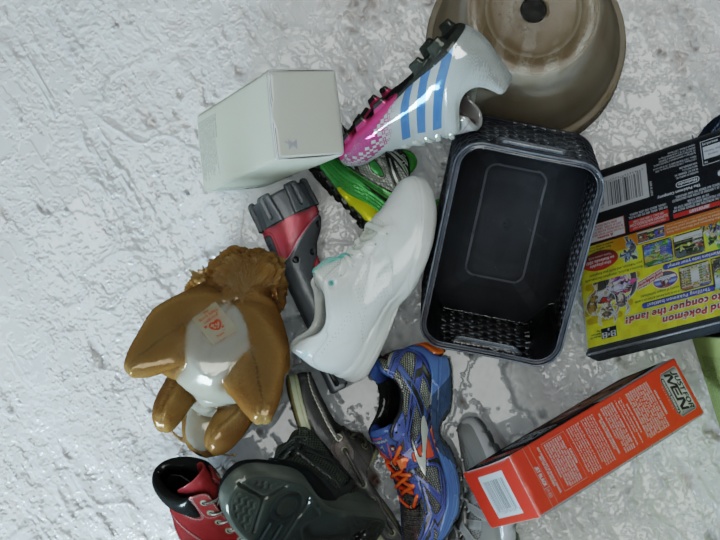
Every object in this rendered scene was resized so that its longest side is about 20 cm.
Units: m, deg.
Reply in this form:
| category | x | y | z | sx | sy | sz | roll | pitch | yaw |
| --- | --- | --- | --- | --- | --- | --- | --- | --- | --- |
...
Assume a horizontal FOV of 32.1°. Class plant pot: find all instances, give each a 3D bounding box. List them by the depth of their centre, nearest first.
| category | x | y | z | sx | sy | sz | roll | pitch | yaw |
| --- | --- | --- | --- | --- | --- | --- | --- | --- | --- |
| plant pot | 0.157 | -0.222 | 1.162 | 0.198 | 0.174 | 0.202 | 0 | 87 | 4 |

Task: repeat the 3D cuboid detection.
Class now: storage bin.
| category | x | y | z | sx | sy | sz | roll | pitch | yaw |
| --- | --- | --- | --- | --- | --- | --- | --- | --- | --- |
| storage bin | 0.135 | -0.028 | 1.155 | 0.134 | 0.094 | 0.202 | 11 | 112 | 0 |

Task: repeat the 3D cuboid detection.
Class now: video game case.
| category | x | y | z | sx | sy | sz | roll | pitch | yaw |
| --- | --- | --- | --- | --- | --- | --- | --- | --- | --- |
| video game case | 0.289 | -0.026 | 1.138 | 0.199 | 0.025 | 0.182 | -18 | 62 | 36 |

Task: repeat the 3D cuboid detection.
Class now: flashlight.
| category | x | y | z | sx | sy | sz | roll | pitch | yaw |
| --- | --- | --- | --- | --- | --- | --- | --- | --- | --- |
| flashlight | -0.039 | 0.013 | 1.225 | 0.067 | 0.068 | 0.201 | -28 | 89 | 22 |

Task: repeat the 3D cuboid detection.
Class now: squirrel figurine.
| category | x | y | z | sx | sy | sz | roll | pitch | yaw |
| --- | --- | --- | --- | --- | --- | --- | --- | --- | --- |
| squirrel figurine | -0.123 | 0.081 | 1.184 | 0.140 | 0.187 | 0.201 | 12 | 60 | 6 |

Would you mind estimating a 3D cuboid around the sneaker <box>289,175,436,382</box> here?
| category | x | y | z | sx | sy | sz | roll | pitch | yaw |
| --- | --- | --- | --- | --- | --- | --- | --- | --- | --- |
| sneaker | 0.000 | 0.000 | 1.143 | 0.088 | 0.075 | 0.201 | 22 | 94 | -23 |

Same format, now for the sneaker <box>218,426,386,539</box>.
| category | x | y | z | sx | sy | sz | roll | pitch | yaw |
| --- | --- | --- | --- | --- | --- | --- | --- | --- | --- |
| sneaker | -0.070 | 0.188 | 1.100 | 0.114 | 0.199 | 0.076 | 43 | 103 | 38 |

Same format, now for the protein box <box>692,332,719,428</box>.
| category | x | y | z | sx | sy | sz | roll | pitch | yaw |
| --- | --- | --- | --- | --- | --- | --- | --- | --- | --- |
| protein box | 0.404 | 0.134 | 1.110 | 0.134 | 0.200 | 0.200 | -17 | 86 | 4 |

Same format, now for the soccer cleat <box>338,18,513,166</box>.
| category | x | y | z | sx | sy | sz | roll | pitch | yaw |
| --- | --- | --- | --- | --- | --- | --- | --- | --- | --- |
| soccer cleat | 0.054 | -0.135 | 1.109 | 0.086 | 0.200 | 0.070 | 40 | 47 | -9 |

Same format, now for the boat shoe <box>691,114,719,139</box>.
| category | x | y | z | sx | sy | sz | roll | pitch | yaw |
| --- | --- | --- | --- | --- | --- | --- | --- | --- | --- |
| boat shoe | 0.334 | -0.054 | 1.191 | 0.083 | 0.069 | 0.202 | 17 | 89 | 5 |

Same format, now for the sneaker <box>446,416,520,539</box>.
| category | x | y | z | sx | sy | sz | roll | pitch | yaw |
| --- | --- | --- | --- | --- | --- | --- | --- | --- | --- |
| sneaker | 0.110 | 0.241 | 1.194 | 0.081 | 0.075 | 0.202 | -11 | 84 | 9 |

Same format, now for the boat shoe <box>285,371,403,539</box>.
| category | x | y | z | sx | sy | sz | roll | pitch | yaw |
| --- | --- | --- | --- | --- | --- | --- | --- | --- | --- |
| boat shoe | -0.013 | 0.186 | 1.212 | 0.066 | 0.072 | 0.202 | -22 | 91 | -2 |

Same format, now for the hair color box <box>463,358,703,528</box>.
| category | x | y | z | sx | sy | sz | roll | pitch | yaw |
| --- | --- | --- | --- | --- | --- | --- | --- | --- | --- |
| hair color box | 0.202 | 0.157 | 1.137 | 0.199 | 0.101 | 0.062 | -25 | 83 | -26 |

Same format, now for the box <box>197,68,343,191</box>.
| category | x | y | z | sx | sy | sz | roll | pitch | yaw |
| --- | --- | --- | --- | --- | --- | --- | --- | --- | --- |
| box | -0.088 | -0.127 | 1.162 | 0.068 | 0.200 | 0.083 | -5 | 89 | -26 |

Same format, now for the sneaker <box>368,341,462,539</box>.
| category | x | y | z | sx | sy | sz | roll | pitch | yaw |
| --- | --- | --- | --- | --- | --- | --- | --- | --- | --- |
| sneaker | 0.043 | 0.169 | 1.190 | 0.078 | 0.075 | 0.202 | 2 | 76 | -32 |

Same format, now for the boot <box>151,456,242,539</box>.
| category | x | y | z | sx | sy | sz | roll | pitch | yaw |
| --- | --- | --- | --- | --- | --- | --- | --- | --- | --- |
| boot | -0.097 | 0.238 | 1.153 | 0.199 | 0.145 | 0.073 | 15 | 56 | 21 |

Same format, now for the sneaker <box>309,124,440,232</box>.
| category | x | y | z | sx | sy | sz | roll | pitch | yaw |
| --- | --- | --- | --- | --- | --- | --- | --- | --- | --- |
| sneaker | 0.003 | -0.102 | 1.226 | 0.085 | 0.078 | 0.200 | -43 | 94 | -5 |
